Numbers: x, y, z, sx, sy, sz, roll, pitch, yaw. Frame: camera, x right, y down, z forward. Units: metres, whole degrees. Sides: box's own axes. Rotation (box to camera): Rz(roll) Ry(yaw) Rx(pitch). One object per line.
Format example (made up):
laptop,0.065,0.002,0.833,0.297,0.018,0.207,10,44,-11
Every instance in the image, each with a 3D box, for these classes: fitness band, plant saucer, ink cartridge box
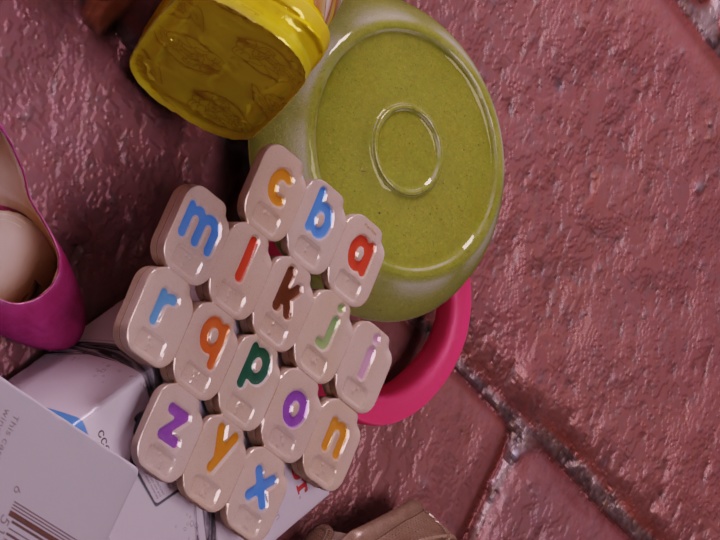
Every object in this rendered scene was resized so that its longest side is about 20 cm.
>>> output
fitness band,0.000,0.000,1.609,0.144,0.037,0.201,-44,125,-31
plant saucer,0.020,-0.070,1.569,0.199,0.031,0.201,6,81,-40
ink cartridge box,-0.124,0.109,1.451,0.200,0.086,0.147,-36,122,-37

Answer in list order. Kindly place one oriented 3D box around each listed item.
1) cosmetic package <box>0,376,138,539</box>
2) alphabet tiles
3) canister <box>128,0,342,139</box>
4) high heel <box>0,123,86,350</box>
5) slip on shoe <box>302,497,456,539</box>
cosmetic package,-0.250,0.116,1.225,0.166,0.199,0.168,38,68,-45
alphabet tiles,-0.056,0.040,1.442,0.200,0.015,0.196,39,66,-43
canister,-0.036,-0.188,1.452,0.086,0.149,0.201,31,66,-9
high heel,-0.180,-0.023,1.356,0.067,0.096,0.200,-52,131,-28
slip on shoe,-0.021,0.188,1.601,0.199,0.076,0.061,-16,69,-37
